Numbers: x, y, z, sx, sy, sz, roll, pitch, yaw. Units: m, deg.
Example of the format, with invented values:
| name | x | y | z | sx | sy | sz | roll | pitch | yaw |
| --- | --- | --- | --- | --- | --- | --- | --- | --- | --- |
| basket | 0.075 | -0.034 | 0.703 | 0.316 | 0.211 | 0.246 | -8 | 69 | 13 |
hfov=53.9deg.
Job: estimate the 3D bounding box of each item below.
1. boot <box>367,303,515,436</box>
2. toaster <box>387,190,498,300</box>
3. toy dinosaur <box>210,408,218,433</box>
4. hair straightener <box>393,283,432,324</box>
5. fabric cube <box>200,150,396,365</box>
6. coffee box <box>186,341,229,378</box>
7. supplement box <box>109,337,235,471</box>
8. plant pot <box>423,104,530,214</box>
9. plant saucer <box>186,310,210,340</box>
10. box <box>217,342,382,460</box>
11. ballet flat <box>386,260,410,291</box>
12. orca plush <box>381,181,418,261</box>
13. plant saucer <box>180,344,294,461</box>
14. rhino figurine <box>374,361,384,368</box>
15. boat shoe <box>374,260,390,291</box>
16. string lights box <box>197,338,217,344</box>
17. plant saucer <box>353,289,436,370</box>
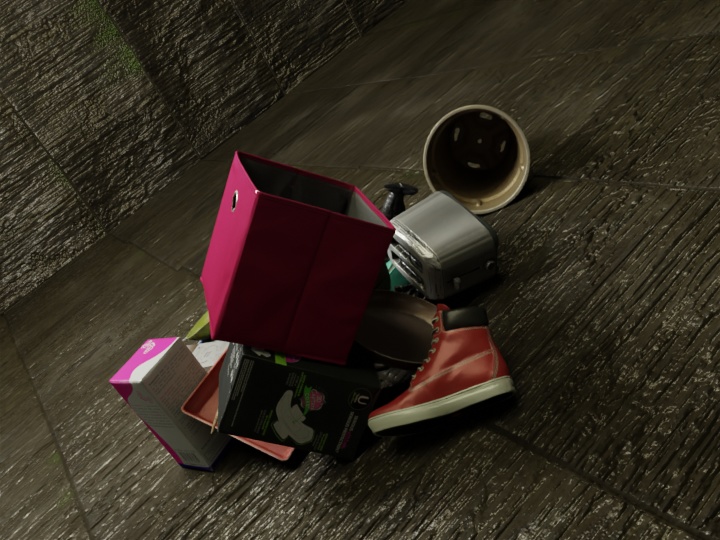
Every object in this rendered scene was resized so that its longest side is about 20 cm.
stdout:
| name | x | y | z | sx | sy | sz | roll | pitch | yaw |
| --- | --- | --- | --- | --- | --- | --- | --- | --- | --- |
| boot | 0.089 | 0.128 | 0.941 | 0.197 | 0.072 | 0.147 | -23 | 67 | 9 |
| toaster | 0.126 | -0.044 | 1.166 | 0.128 | 0.115 | 0.200 | -27 | 46 | -18 |
| toy dinosaur | -0.154 | 0.160 | 1.102 | 0.197 | 0.061 | 0.107 | -18 | 49 | -15 |
| hair straightener | 0.088 | 0.051 | 1.192 | 0.076 | 0.041 | 0.202 | 3 | 47 | 26 |
| fabric cube | -0.096 | -0.021 | 0.969 | 0.202 | 0.197 | 0.197 | -69 | 25 | 17 |
| coffee box | -0.271 | 0.197 | 1.267 | 0.197 | 0.115 | 0.080 | -12 | 32 | 38 |
| supplement box | -0.296 | 0.218 | 1.158 | 0.100 | 0.202 | 0.104 | -7 | 35 | 42 |
| plant pot | 0.231 | -0.235 | 1.383 | 0.198 | 0.203 | 0.184 | -22 | 16 | 20 |
| plant saucer | -0.249 | 0.066 | 1.348 | 0.200 | 0.031 | 0.200 | -42 | 10 | 9 |
| box | -0.090 | 0.156 | 1.000 | 0.149 | 0.196 | 0.126 | -112 | 41 | -65 |
| ballet flat | 0.027 | 0.051 | 1.255 | 0.200 | 0.068 | 0.070 | -44 | 3 | -21 |
| orca plush | 0.077 | -0.066 | 1.279 | 0.103 | 0.202 | 0.072 | -5 | 51 | -19 |
| plant saucer | -0.150 | 0.195 | 1.135 | 0.197 | 0.037 | 0.201 | 19 | 49 | 20 |
| rhino figurine | -0.035 | 0.095 | 1.149 | 0.199 | 0.059 | 0.089 | 36 | 108 | 24 |
| boat shoe | 0.000 | 0.000 | 1.154 | 0.068 | 0.203 | 0.074 | 20 | 38 | 37 |
| string lights box | -0.264 | 0.142 | 1.355 | 0.199 | 0.059 | 0.103 | -31 | 19 | 48 |
| plant saucer | 0.058 | 0.091 | 1.058 | 0.196 | 0.033 | 0.201 | 12 | 26 | -6 |
